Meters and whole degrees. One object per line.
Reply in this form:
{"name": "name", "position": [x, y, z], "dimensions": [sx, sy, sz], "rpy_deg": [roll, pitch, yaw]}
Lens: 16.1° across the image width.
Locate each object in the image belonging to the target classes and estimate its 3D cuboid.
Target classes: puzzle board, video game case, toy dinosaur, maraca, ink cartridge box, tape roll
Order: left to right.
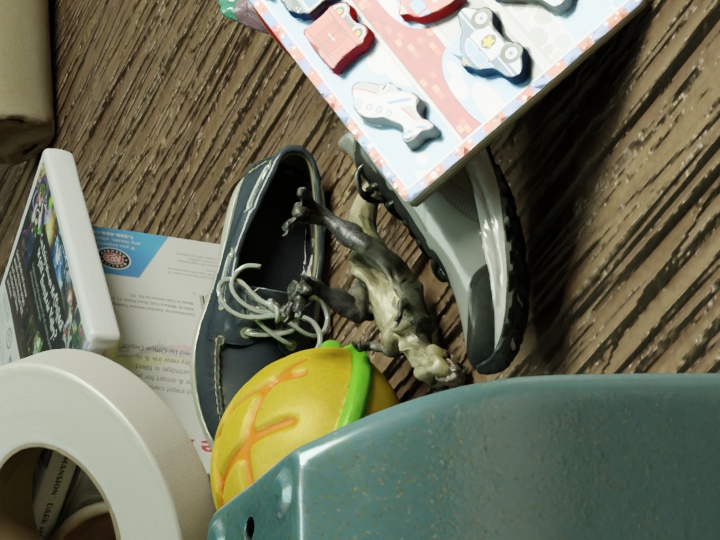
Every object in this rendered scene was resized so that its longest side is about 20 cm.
{"name": "video game case", "position": [-0.196, 0.053, 1.577], "dimensions": [0.200, 0.023, 0.182], "rpy_deg": [-112, 37, -52]}
{"name": "tape roll", "position": [-0.165, 0.147, 1.469], "dimensions": [0.202, 0.037, 0.204], "rpy_deg": [11, 109, 36]}
{"name": "ink cartridge box", "position": [-0.136, 0.097, 1.635], "dimensions": [0.201, 0.146, 0.146], "rpy_deg": [-103, 30, -42]}
{"name": "maraca", "position": [-0.031, 0.102, 1.426], "dimensions": [0.138, 0.107, 0.200], "rpy_deg": [-62, 10, 3]}
{"name": "toy dinosaur", "position": [0.000, 0.000, 1.400], "dimensions": [0.048, 0.088, 0.200], "rpy_deg": [-56, 33, 30]}
{"name": "puzzle board", "position": [0.028, -0.148, 1.266], "dimensions": [0.151, 0.017, 0.200], "rpy_deg": [-41, 58, 7]}

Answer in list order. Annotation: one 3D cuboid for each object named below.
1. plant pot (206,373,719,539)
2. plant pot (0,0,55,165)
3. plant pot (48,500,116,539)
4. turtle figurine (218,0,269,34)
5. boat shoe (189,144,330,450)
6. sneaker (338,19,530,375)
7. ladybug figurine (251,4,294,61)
{"name": "plant pot", "position": [0.043, 0.152, 1.088], "dimensions": [0.196, 0.199, 0.197], "rpy_deg": [138, 135, -59]}
{"name": "plant pot", "position": [-0.350, -0.191, 2.257], "dimensions": [0.200, 0.200, 0.184], "rpy_deg": [-43, 55, 58]}
{"name": "plant pot", "position": [-0.099, 0.224, 1.522], "dimensions": [0.200, 0.093, 0.202], "rpy_deg": [11, 108, 38]}
{"name": "turtle figurine", "position": [-0.023, -0.240, 1.499], "dimensions": [0.101, 0.149, 0.201], "rpy_deg": [53, 143, 37]}
{"name": "boat shoe", "position": [-0.055, 0.019, 1.558], "dimensions": [0.062, 0.075, 0.201], "rpy_deg": [132, 153, -63]}
{"name": "sneaker", "position": [0.036, -0.040, 1.281], "dimensions": [0.074, 0.079, 0.201], "rpy_deg": [58, -164, -73]}
{"name": "ladybug figurine", "position": [-0.013, -0.189, 1.411], "dimensions": [0.201, 0.135, 0.072], "rpy_deg": [69, -163, -1]}
